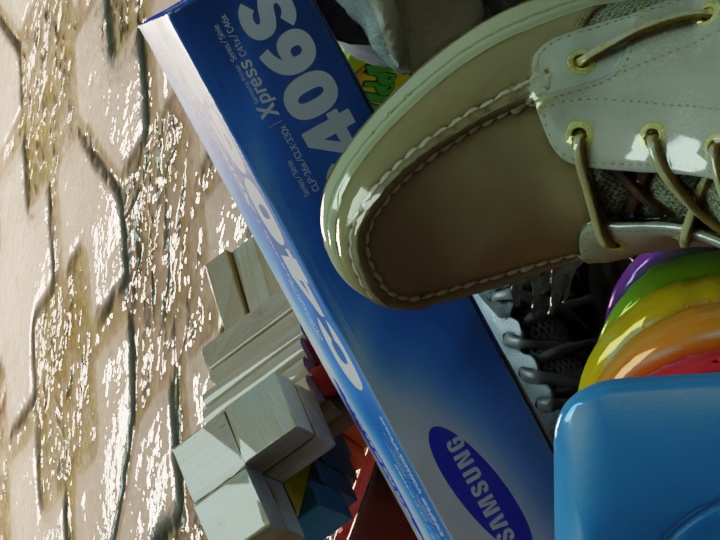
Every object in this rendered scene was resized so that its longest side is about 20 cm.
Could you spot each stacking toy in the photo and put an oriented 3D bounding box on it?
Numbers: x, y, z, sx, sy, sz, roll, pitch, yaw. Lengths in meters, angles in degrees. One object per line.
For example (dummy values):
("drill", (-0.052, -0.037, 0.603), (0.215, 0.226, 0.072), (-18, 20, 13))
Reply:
("stacking toy", (0.107, 0.029, 0.789), (0.200, 0.109, 0.116), (-90, -2, -56))

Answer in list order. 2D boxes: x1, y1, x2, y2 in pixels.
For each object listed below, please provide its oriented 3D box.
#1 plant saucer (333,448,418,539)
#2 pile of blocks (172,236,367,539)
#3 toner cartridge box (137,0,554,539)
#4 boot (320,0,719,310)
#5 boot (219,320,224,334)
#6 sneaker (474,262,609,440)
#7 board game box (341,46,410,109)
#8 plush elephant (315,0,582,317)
("plant saucer", (0.011, 0.101, 1.039), (0.200, 0.037, 0.200), (-71, 0, -54))
("pile of blocks", (-0.012, 0.043, 0.931), (0.062, 0.082, 0.200), (-36, 19, 17))
("toner cartridge box", (0.000, 0.000, 0.819), (0.200, 0.043, 0.095), (62, 174, -7))
("boot", (0.095, -0.017, 0.694), (0.155, 0.199, 0.072), (-116, 1, -54))
("boot", (-0.008, -0.069, 1.153), (0.200, 0.072, 0.155), (-54, 35, 42))
("sneaker", (0.080, 0.036, 0.904), (0.115, 0.075, 0.201), (152, 112, -63))
("board game box", (-0.007, -0.113, 1.006), (0.200, 0.047, 0.102), (-101, 26, -46))
("plush elephant", (0.044, -0.109, 0.820), (0.200, 0.155, 0.165), (-59, 17, -3))
